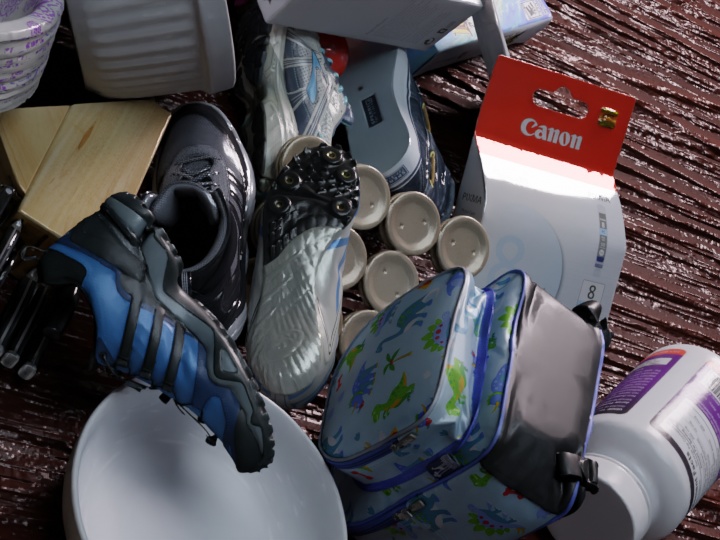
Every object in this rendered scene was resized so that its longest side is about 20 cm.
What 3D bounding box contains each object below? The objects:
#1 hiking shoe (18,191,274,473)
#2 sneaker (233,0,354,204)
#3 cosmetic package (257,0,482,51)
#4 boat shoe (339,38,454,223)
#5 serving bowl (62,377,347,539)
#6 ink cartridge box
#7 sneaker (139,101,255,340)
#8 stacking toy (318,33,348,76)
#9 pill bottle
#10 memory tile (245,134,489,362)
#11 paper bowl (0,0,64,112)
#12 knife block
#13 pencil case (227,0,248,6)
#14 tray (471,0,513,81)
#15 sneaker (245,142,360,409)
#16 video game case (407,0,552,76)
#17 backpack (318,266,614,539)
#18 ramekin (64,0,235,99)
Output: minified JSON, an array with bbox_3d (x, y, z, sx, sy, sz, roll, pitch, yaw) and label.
[{"bbox_3d":[-0.129,0.052,1.142,0.086,0.074,0.201,-33,89,-7],"label":"hiking shoe"},{"bbox_3d":[-0.051,-0.140,1.400,0.086,0.078,0.201,11,68,-27],"label":"sneaker"},{"bbox_3d":[-0.002,-0.242,1.400,0.199,0.071,0.102,0,62,-50],"label":"cosmetic package"},{"bbox_3d":[0.025,-0.116,1.469,0.091,0.071,0.201,53,21,-42],"label":"boat shoe"},{"bbox_3d":[-0.108,0.167,1.159,0.199,0.066,0.201,21,49,-26],"label":"serving bowl"},{"bbox_3d":[0.158,-0.060,1.475,0.159,0.047,0.201,12,95,-34],"label":"ink cartridge box"},{"bbox_3d":[-0.114,-0.050,1.253,0.075,0.114,0.201,-4,63,1],"label":"sneaker"},{"bbox_3d":[-0.039,-0.245,1.483,0.085,0.085,0.201,15,58,-33],"label":"stacking toy"},{"bbox_3d":[0.227,0.149,1.431,0.112,0.111,0.200,54,43,1],"label":"pill bottle"},{"bbox_3d":[0.000,0.000,1.355,0.199,0.017,0.154,27,77,-27],"label":"memory tile"},{"bbox_3d":[-0.299,-0.161,1.153,0.200,0.105,0.201,17,29,-10],"label":"paper bowl"},{"bbox_3d":[-0.196,-0.022,1.212,0.199,0.064,0.176,-9,71,-44],"label":"knife block"},{"bbox_3d":[-0.157,-0.277,1.388,0.199,0.094,0.091,22,73,-28],"label":"pencil case"},{"bbox_3d":[0.119,-0.175,1.530,0.200,0.022,0.108,67,10,-50],"label":"tray"},{"bbox_3d":[-0.043,0.003,1.293,0.071,0.073,0.201,11,70,-1],"label":"sneaker"},{"bbox_3d":[0.064,-0.286,1.619,0.181,0.045,0.201,-24,80,-45],"label":"video game case"},{"bbox_3d":[0.056,0.106,1.248,0.147,0.200,0.184,33,43,-19],"label":"backpack"},{"bbox_3d":[-0.160,-0.214,1.255,0.104,0.200,0.201,-13,69,-7],"label":"ramekin"}]
